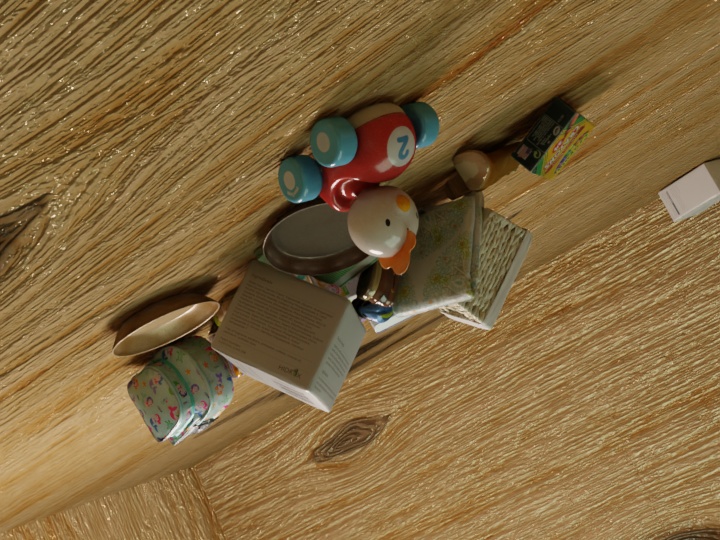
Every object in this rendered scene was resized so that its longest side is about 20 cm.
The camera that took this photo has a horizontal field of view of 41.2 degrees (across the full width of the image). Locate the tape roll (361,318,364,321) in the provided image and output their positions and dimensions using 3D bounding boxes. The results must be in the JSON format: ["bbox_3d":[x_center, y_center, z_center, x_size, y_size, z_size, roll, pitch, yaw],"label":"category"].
[{"bbox_3d":[-0.007,0.059,2.162,0.199,0.086,0.200,-27,170,-5],"label":"tape roll"}]

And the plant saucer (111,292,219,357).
[{"bbox_3d":[-0.338,0.087,1.638,0.199,0.036,0.200,-27,169,-5],"label":"plant saucer"}]

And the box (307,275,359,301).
[{"bbox_3d":[0.000,0.000,1.866,0.199,0.102,0.113,-26,168,-7],"label":"box"}]

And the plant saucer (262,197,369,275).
[{"bbox_3d":[-0.058,-0.058,1.511,0.198,0.032,0.201,-10,150,-6],"label":"plant saucer"}]

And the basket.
[{"bbox_3d":[0.202,-0.014,1.763,0.123,0.201,0.135,30,172,-36],"label":"basket"}]

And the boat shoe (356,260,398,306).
[{"bbox_3d":[0.049,-0.021,1.713,0.072,0.067,0.201,-39,-152,51],"label":"boat shoe"}]

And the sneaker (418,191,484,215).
[{"bbox_3d":[0.170,-0.107,1.860,0.200,0.100,0.075,-48,-166,-30],"label":"sneaker"}]

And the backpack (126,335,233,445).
[{"bbox_3d":[-0.354,0.233,1.903,0.200,0.178,0.150,-39,169,32],"label":"backpack"}]

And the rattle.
[{"bbox_3d":[-0.168,0.095,1.825,0.199,0.143,0.131,-12,146,-34],"label":"rattle"}]

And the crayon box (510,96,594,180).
[{"bbox_3d":[0.346,-0.228,1.690,0.127,0.051,0.200,-54,162,16],"label":"crayon box"}]

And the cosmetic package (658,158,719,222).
[{"bbox_3d":[1.165,-0.279,3.273,0.198,0.124,0.200,-16,165,-45],"label":"cosmetic package"}]

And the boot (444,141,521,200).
[{"bbox_3d":[0.231,-0.191,1.667,0.143,0.071,0.201,-30,175,-15],"label":"boot"}]

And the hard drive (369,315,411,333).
[{"bbox_3d":[0.051,0.032,1.942,0.131,0.200,0.026,-26,131,-6],"label":"hard drive"}]

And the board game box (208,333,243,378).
[{"bbox_3d":[-0.196,0.136,1.959,0.199,0.098,0.159,-24,180,-17],"label":"board game box"}]

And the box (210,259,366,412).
[{"bbox_3d":[-0.119,0.116,1.665,0.173,0.198,0.199,-64,164,-13],"label":"box"}]

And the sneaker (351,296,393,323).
[{"bbox_3d":[0.038,0.051,1.785,0.082,0.072,0.199,9,-169,20],"label":"sneaker"}]

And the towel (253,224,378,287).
[{"bbox_3d":[-0.058,-0.035,1.604,0.199,0.024,0.152,18,139,-40],"label":"towel"}]

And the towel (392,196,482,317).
[{"bbox_3d":[0.136,-0.024,1.704,0.170,0.202,0.048,-21,141,41],"label":"towel"}]

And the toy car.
[{"bbox_3d":[0.029,-0.096,1.253,0.183,0.201,0.177,-18,166,-40],"label":"toy car"}]
